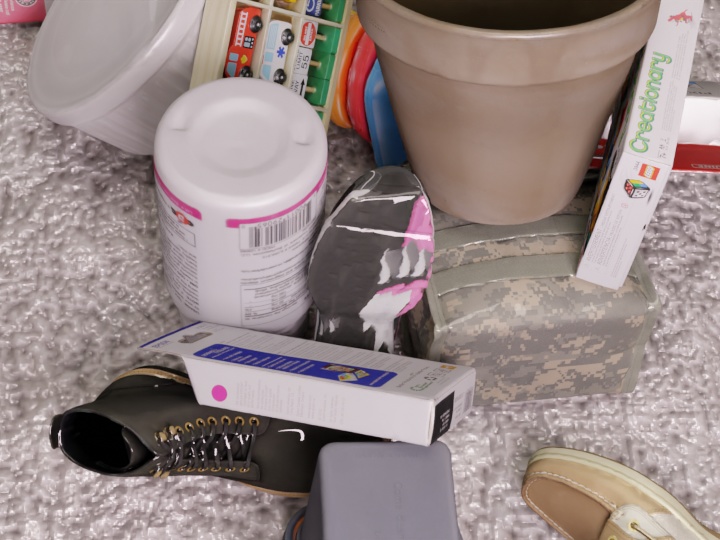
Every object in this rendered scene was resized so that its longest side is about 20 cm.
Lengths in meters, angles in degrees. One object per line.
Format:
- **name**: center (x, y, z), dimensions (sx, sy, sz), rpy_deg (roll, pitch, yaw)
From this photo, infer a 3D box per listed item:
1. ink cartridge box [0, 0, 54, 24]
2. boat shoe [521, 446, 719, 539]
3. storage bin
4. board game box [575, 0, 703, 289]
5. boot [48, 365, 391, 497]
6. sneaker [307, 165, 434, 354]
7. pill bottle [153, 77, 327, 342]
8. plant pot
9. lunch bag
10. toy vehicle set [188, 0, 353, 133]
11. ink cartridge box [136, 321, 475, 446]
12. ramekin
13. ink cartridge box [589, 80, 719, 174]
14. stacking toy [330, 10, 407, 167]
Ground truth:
- **ink cartridge box**: center (-0.209, -0.284, 1.337), dimensions (0.199, 0.147, 0.083), rpy_deg (-5, 52, -8)
- **boat shoe**: center (0.184, 0.187, 1.057), dimensions (0.199, 0.074, 0.066), rpy_deg (30, 52, 18)
- **storage bin**: center (0.006, 0.202, 0.998), dimensions (0.145, 0.135, 0.201), rpy_deg (-1, 53, -4)
- **board game box**: center (0.191, -0.103, 1.104), dimensions (0.034, 0.127, 0.201), rpy_deg (16, 51, 3)
- **boot**: center (-0.089, 0.116, 1.050), dimensions (0.199, 0.138, 0.078), rpy_deg (6, 96, 12)
- **sneaker**: center (0.000, 0.000, 1.112), dimensions (0.080, 0.201, 0.087), rpy_deg (11, 44, -7)
- **pill bottle**: center (-0.081, -0.026, 1.119), dimensions (0.113, 0.200, 0.114), rpy_deg (2, 53, -2)
- **plant pot**: center (0.094, -0.132, 1.087), dimensions (0.199, 0.174, 0.200), rpy_deg (0, 37, 0)
- **lunch bag**: center (0.107, -0.011, 1.175), dimensions (0.163, 0.118, 0.201), rpy_deg (-4, 48, -10)
- **toy vehicle set**: center (-0.065, -0.158, 1.192), dimensions (0.026, 0.201, 0.124), rpy_deg (17, 9, 40)
- **ink cartridge box**: center (-0.034, 0.069, 1.043), dimensions (0.199, 0.037, 0.095), rpy_deg (11, 12, 18)
- **ramekin**: center (-0.154, -0.180, 1.245), dimensions (0.094, 0.202, 0.203), rpy_deg (34, 40, -35)
- **ink cartridge box**: center (0.191, -0.115, 1.242), dimensions (0.199, 0.045, 0.176), rpy_deg (2, 15, -1)
- **stacking toy**: center (-0.035, -0.171, 1.305), dimensions (0.199, 0.110, 0.116), rpy_deg (19, 57, 24)
